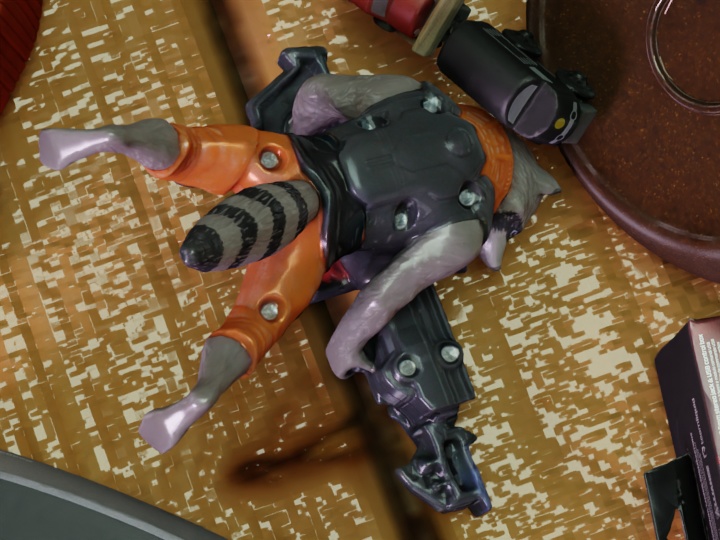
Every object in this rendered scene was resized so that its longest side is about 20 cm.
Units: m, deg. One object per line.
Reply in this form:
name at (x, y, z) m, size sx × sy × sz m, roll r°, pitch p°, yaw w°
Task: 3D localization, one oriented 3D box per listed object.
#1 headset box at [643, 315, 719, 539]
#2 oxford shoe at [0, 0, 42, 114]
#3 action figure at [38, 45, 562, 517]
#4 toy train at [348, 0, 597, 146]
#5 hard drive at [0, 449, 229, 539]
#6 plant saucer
headset box at (0.206, 0.083, 0.784) m, size 0.200 × 0.077 × 0.149 m, roll -8°, pitch 76°, yaw -5°
oxford shoe at (-0.172, -0.083, 0.823) m, size 0.072 × 0.071 × 0.200 m, roll 11°, pitch 76°, yaw 7°
action figure at (0.000, 0.000, 0.778) m, size 0.193 × 0.105 × 0.200 m, roll -22°, pitch 81°, yaw -35°
toy train at (0.009, -0.112, 0.821) m, size 0.200 × 0.046 × 0.034 m, roll 41°, pitch 112°, yaw 25°
hard drive at (-0.094, 0.151, 0.778) m, size 0.200 × 0.042 × 0.135 m, roll 24°, pitch 77°, yaw 5°
plant saucer at (0.135, -0.086, 0.775) m, size 0.034 × 0.200 × 0.200 m, roll -18°, pitch 73°, yaw -46°
